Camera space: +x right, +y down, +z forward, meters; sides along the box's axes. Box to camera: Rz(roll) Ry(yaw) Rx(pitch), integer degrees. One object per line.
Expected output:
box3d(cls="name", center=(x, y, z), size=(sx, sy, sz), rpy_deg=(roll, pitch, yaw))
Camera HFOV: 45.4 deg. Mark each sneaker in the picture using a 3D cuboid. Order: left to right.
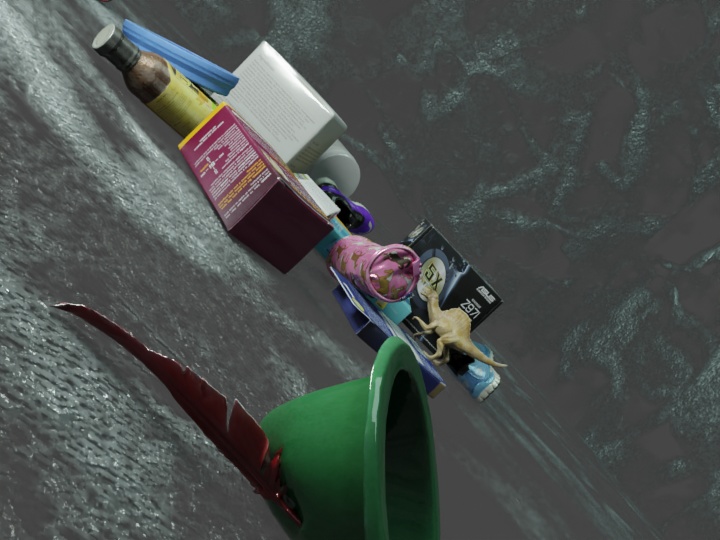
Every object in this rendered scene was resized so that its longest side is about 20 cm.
box3d(cls="sneaker", center=(-0.032, -0.117, 1.902), size=(0.200, 0.070, 0.100), rpy_deg=(35, 19, -43))
box3d(cls="sneaker", center=(0.203, 0.167, 1.625), size=(0.090, 0.078, 0.200), rpy_deg=(42, 7, -14))

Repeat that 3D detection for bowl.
box3d(cls="bowl", center=(-0.293, -0.339, 1.387), size=(0.200, 0.040, 0.201), rpy_deg=(27, 8, -4))

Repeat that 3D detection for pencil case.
box3d(cls="pencil case", center=(0.016, -0.006, 1.239), size=(0.086, 0.083, 0.200), rpy_deg=(40, -8, -20))

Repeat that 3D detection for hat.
box3d(cls="hat", center=(-0.054, 0.120, 0.496), size=(0.166, 0.175, 0.201), rpy_deg=(33, 53, -73))

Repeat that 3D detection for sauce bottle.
box3d(cls="sauce bottle", center=(-0.259, -0.238, 1.121), size=(0.200, 0.065, 0.065), rpy_deg=(42, 8, -42))

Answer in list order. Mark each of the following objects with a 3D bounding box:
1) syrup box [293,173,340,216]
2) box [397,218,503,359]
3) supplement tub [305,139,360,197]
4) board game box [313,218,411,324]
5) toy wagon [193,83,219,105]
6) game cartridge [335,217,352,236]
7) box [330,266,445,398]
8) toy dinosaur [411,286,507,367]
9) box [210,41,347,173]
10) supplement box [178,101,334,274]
box3d(cls="syrup box", center=(-0.089, -0.084, 1.232), size=(0.081, 0.079, 0.200), rpy_deg=(46, 6, -3))
box3d(cls="box", center=(0.135, 0.034, 1.594), size=(0.200, 0.164, 0.086), rpy_deg=(46, 6, -10))
box3d(cls="supplement tub", center=(-0.094, -0.255, 2.011), size=(0.132, 0.132, 0.200), rpy_deg=(41, 9, -39))
box3d(cls="board game box", center=(0.000, 0.000, 1.442), size=(0.200, 0.047, 0.151), rpy_deg=(47, 6, -3))
box3d(cls="toy wagon", center=(-0.225, -0.225, 1.377), size=(0.200, 0.040, 0.155), rpy_deg=(52, 8, 37))
box3d(cls="game cartridge", center=(-0.044, -0.071, 1.656), size=(0.200, 0.032, 0.176), rpy_deg=(47, 6, 13))
box3d(cls="box", center=(0.028, 0.084, 1.178), size=(0.200, 0.032, 0.121), rpy_deg=(44, 6, -31))
box3d(cls="toy dinosaur", center=(0.156, 0.119, 1.491), size=(0.200, 0.101, 0.058), rpy_deg=(48, 6, 11))
box3d(cls="box", center=(-0.157, -0.296, 1.659), size=(0.200, 0.171, 0.199), rpy_deg=(47, 6, 3))
box3d(cls="supplement box", center=(-0.130, -0.102, 1.041), size=(0.110, 0.086, 0.200), rpy_deg=(41, 8, -45))
